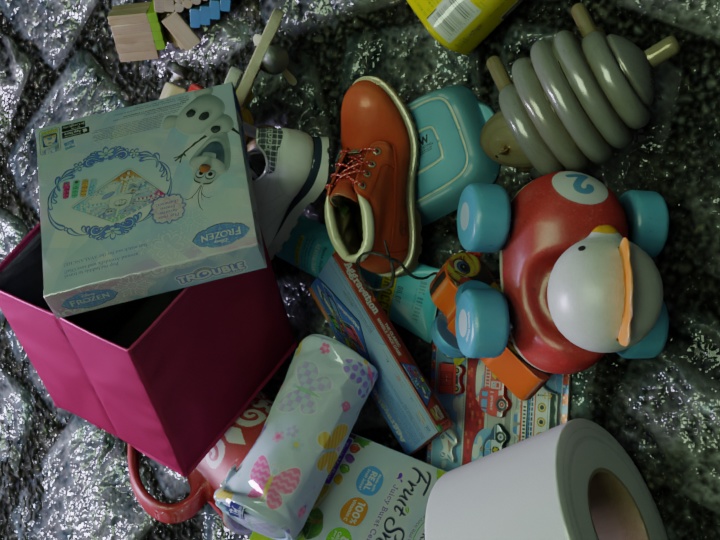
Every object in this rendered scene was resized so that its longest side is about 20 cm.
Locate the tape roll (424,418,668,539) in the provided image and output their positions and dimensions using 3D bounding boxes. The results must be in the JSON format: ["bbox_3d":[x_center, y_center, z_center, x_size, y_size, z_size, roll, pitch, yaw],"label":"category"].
[{"bbox_3d":[0.169,0.246,1.178,0.139,0.202,0.204,-27,74,28],"label":"tape roll"}]

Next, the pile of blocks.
[{"bbox_3d":[-0.195,-0.306,1.529,0.199,0.082,0.062,-26,31,20],"label":"pile of blocks"}]

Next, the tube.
[{"bbox_3d":[0.000,0.000,1.389,0.199,0.050,0.078,25,122,29],"label":"tube"}]

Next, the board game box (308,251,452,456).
[{"bbox_3d":[0.017,0.083,1.338,0.201,0.019,0.103,59,155,10],"label":"board game box"}]

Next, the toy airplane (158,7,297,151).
[{"bbox_3d":[-0.134,-0.153,1.426,0.200,0.140,0.200,-41,35,39],"label":"toy airplane"}]

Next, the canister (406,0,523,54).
[{"bbox_3d":[0.126,-0.325,1.295,0.200,0.086,0.149,-42,67,26],"label":"canister"}]

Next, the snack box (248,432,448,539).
[{"bbox_3d":[0.011,0.245,1.318,0.199,0.053,0.143,19,69,24],"label":"snack box"}]

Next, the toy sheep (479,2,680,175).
[{"bbox_3d":[0.195,-0.158,1.221,0.199,0.138,0.139,-32,72,22],"label":"toy sheep"}]

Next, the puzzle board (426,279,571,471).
[{"bbox_3d":[0.133,0.109,1.315,0.150,0.017,0.202,3,90,33],"label":"puzzle board"}]

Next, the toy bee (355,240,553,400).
[{"bbox_3d":[0.110,0.023,1.273,0.130,0.109,0.201,-27,105,40],"label":"toy bee"}]

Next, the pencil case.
[{"bbox_3d":[-0.061,0.162,1.308,0.090,0.083,0.201,14,65,36],"label":"pencil case"}]

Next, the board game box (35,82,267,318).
[{"bbox_3d":[-0.199,-0.069,1.259,0.198,0.044,0.200,-13,54,2],"label":"board game box"}]

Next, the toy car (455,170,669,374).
[{"bbox_3d":[0.195,0.000,1.131,0.200,0.183,0.179,173,98,-76],"label":"toy car"}]

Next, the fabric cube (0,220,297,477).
[{"bbox_3d":[-0.210,0.042,1.345,0.199,0.200,0.197,21,57,29],"label":"fabric cube"}]

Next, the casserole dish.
[{"bbox_3d":[0.050,-0.108,1.365,0.199,0.039,0.122,-27,75,29],"label":"casserole dish"}]

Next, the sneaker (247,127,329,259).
[{"bbox_3d":[-0.102,-0.076,1.367,0.200,0.080,0.077,125,146,-45],"label":"sneaker"}]

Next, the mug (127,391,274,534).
[{"bbox_3d":[-0.167,0.165,1.421,0.200,0.177,0.134,38,114,33],"label":"mug"}]

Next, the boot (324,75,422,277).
[{"bbox_3d":[0.005,-0.097,1.309,0.075,0.107,0.202,-13,79,31],"label":"boot"}]
